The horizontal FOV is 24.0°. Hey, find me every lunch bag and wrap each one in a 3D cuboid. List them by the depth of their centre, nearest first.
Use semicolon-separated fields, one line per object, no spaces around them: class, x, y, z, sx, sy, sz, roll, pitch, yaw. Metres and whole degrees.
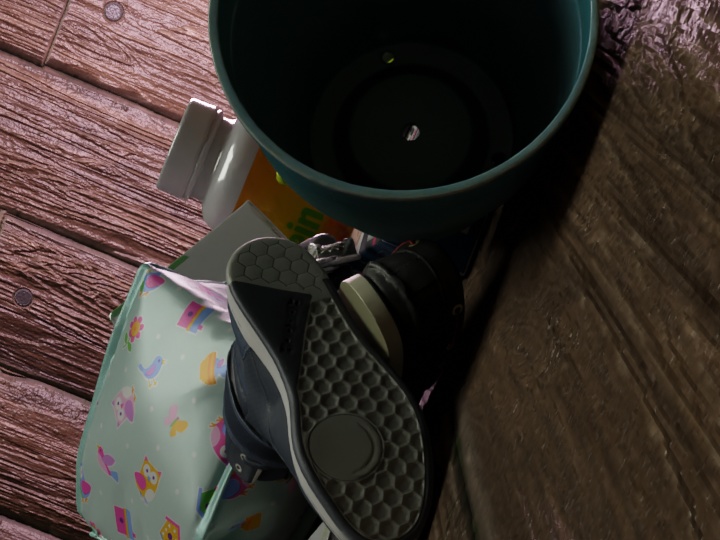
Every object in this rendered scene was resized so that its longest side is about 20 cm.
lunch bag;-0.105;0.122;1.148;0.170;0.122;0.201;30;100;41

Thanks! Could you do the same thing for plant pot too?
plant pot;0.025;-0.105;0.945;0.188;0.199;0.201;82;-153;-74

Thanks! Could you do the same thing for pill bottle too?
pill bottle;-0.068;-0.071;1.455;0.111;0.199;0.112;-158;90;-84

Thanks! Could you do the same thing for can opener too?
can opener;-0.034;0.013;1.147;0.200;0.053;0.067;166;90;-82

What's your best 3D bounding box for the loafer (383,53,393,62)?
loafer;0.051;-0.206;1.201;0.199;0.073;0.073;-32;1;1

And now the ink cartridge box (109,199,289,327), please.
ink cartridge box;-0.100;0.058;1.358;0.145;0.088;0.200;-40;-26;-10

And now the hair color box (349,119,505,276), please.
hair color box;0.041;-0.044;1.138;0.200;0.060;0.101;147;145;-81

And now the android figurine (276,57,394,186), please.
android figurine;0.025;-0.120;1.183;0.200;0.041;0.182;-35;2;22

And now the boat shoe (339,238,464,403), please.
boat shoe;0.022;0.046;1.002;0.063;0.074;0.202;-30;-19;-17

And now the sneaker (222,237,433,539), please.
sneaker;-0.022;0.101;0.952;0.147;0.076;0.203;99;151;-49

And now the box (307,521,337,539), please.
box;-0.045;0.239;1.011;0.200;0.036;0.145;124;167;-58
